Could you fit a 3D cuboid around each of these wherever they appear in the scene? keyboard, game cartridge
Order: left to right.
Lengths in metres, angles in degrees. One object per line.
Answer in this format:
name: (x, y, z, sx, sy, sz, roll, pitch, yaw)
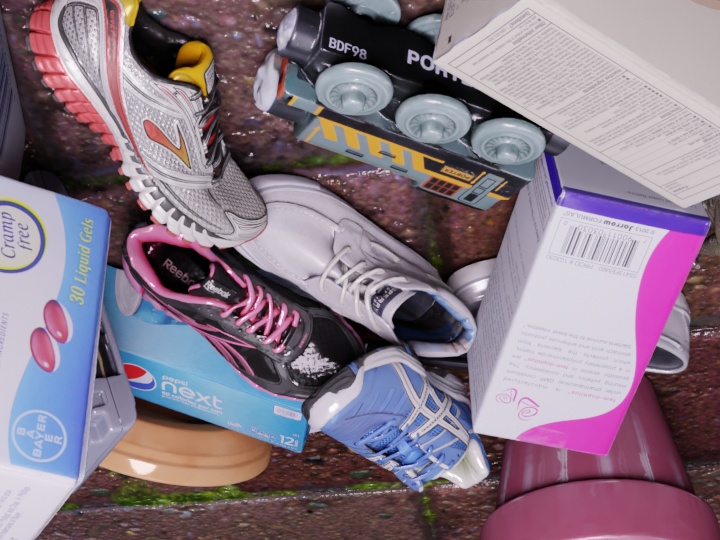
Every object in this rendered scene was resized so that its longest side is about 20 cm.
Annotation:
game cartridge: (-0.219, 0.049, 0.936, 0.040, 0.201, 0.133, -3, 152, -40)
keyboard: (0.097, 0.070, 1.056, 0.198, 0.021, 0.127, 8, 177, -23)

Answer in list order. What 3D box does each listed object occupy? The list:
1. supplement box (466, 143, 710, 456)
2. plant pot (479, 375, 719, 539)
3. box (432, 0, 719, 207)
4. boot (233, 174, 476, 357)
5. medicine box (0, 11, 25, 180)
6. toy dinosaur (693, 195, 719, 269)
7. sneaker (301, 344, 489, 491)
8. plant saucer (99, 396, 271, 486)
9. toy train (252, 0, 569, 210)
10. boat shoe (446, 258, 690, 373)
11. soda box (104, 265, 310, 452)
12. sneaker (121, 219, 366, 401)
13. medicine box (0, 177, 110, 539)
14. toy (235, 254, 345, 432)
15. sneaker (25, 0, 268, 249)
supplement box: (0.147, 0.015, 0.906, 0.100, 0.104, 0.201, 11, 122, -8)
plant pot: (0.197, 0.186, 1.133, 0.198, 0.180, 0.201, -1, 145, 0)
box: (0.150, -0.121, 0.763, 0.199, 0.078, 0.095, 26, 151, -25)
boot: (0.000, 0.000, 0.930, 0.199, 0.096, 0.074, 23, 102, -37)
medicine box: (-0.313, -0.111, 0.784, 0.198, 0.104, 0.183, 1, 144, -3)
toy dinosaur: (0.284, -0.032, 0.934, 0.199, 0.077, 0.103, 24, 138, 12)
sneaker: (0.034, 0.106, 0.924, 0.076, 0.077, 0.199, -40, 151, 21)
plant saucer: (-0.163, 0.109, 1.053, 0.199, 0.200, 0.038, 13, 102, -18)
toy train: (0.031, -0.102, 0.822, 0.199, 0.086, 0.114, 16, 151, -21)
boat shoe: (0.162, 0.042, 1.026, 0.198, 0.069, 0.072, 13, 143, -17)
soda box: (-0.125, 0.064, 1.005, 0.198, 0.068, 0.064, 19, 144, 5)
sneaker: (-0.085, 0.026, 0.923, 0.199, 0.079, 0.095, 30, 171, 4)
medicine box: (-0.254, 0.036, 0.731, 0.199, 0.183, 0.103, 18, 141, -24)
toy: (-0.049, 0.054, 1.063, 0.114, 0.047, 0.200, -11, 138, 24)
sneaker: (-0.114, -0.092, 0.816, 0.082, 0.078, 0.200, -24, 127, 20)
